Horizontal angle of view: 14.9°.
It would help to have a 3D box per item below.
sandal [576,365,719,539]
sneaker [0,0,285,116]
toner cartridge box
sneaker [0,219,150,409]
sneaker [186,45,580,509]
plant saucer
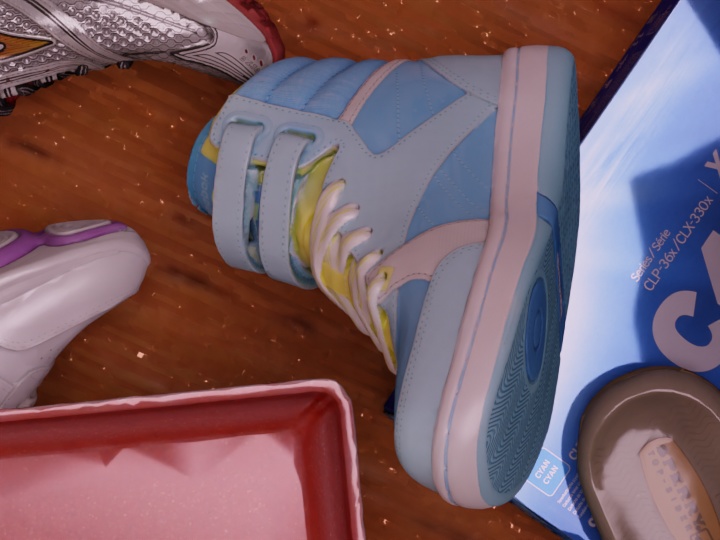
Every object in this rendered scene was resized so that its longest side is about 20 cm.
[{"bbox_3d":[0.135,0.123,0.917,0.080,0.054,0.200,-30,85,2],"label":"sandal"},{"bbox_3d":[-0.125,-0.082,0.941,0.199,0.078,0.082,7,94,2],"label":"sneaker"},{"bbox_3d":[0.103,-0.005,0.976,0.095,0.043,0.200,34,86,-4],"label":"toner cartridge box"},{"bbox_3d":[-0.148,0.058,0.940,0.200,0.075,0.100,-34,100,3],"label":"sneaker"},{"bbox_3d":[0.000,0.000,0.881,0.130,0.200,0.080,2,126,9],"label":"sneaker"},{"bbox_3d":[-0.093,0.140,0.891,0.199,0.037,0.201,-6,95,-1],"label":"plant saucer"}]
